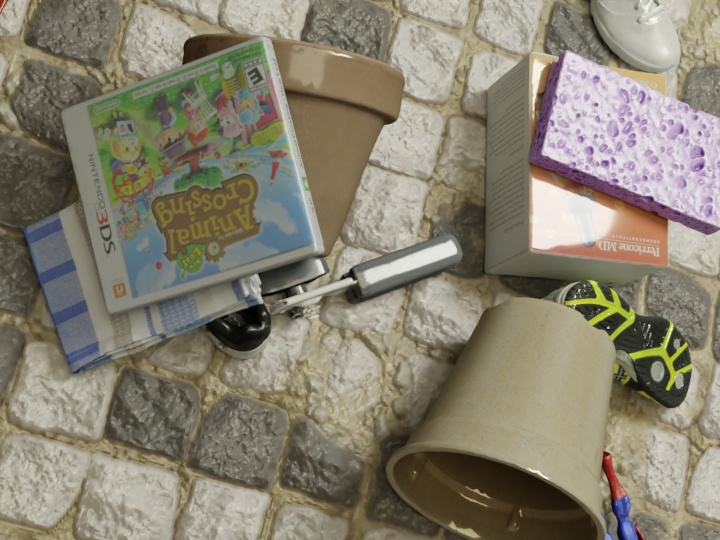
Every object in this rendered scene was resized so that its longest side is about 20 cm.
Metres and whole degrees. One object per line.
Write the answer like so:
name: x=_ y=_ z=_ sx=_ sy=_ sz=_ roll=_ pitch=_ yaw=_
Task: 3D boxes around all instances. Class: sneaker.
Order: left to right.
sneaker: x=-0.151 y=-0.002 z=1.114 sx=0.200 sy=0.090 sz=0.066 roll=43 pitch=71 yaw=-6
sneaker: x=0.254 y=0.071 z=1.247 sx=0.200 sy=0.076 sz=0.075 roll=38 pitch=66 yaw=-27
sneaker: x=0.283 y=-0.304 z=1.322 sx=0.075 sy=0.088 sz=0.200 roll=-31 pitch=90 yaw=-23

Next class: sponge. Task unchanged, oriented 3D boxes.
sponge: x=0.263 y=-0.120 z=1.194 sx=0.200 sy=0.030 sz=0.112 roll=21 pitch=72 yaw=-13

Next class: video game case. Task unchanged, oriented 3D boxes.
video game case: x=-0.142 y=-0.075 z=1.036 sx=0.200 sy=0.022 sz=0.182 roll=-16 pitch=85 yaw=19

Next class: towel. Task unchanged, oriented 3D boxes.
towel: x=-0.190 y=-0.008 z=1.077 sx=0.200 sy=0.024 sz=0.147 roll=-22 pitch=83 yaw=18

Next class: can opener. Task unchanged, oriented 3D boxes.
can opener: x=0.000 y=0.000 z=1.184 sx=0.200 sy=0.053 sz=0.067 roll=-15 pitch=83 yaw=-21

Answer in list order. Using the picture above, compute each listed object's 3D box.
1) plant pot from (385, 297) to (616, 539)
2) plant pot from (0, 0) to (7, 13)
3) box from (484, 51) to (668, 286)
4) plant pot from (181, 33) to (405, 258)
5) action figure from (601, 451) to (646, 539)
plant pot: x=0.148 y=0.135 z=1.146 sx=0.200 sy=0.200 sz=0.184 roll=30 pitch=60 yaw=-10
plant pot: x=-0.419 y=-0.235 z=1.029 sx=0.176 sy=0.200 sz=0.200 roll=22 pitch=72 yaw=-2
box: x=0.213 y=-0.095 z=1.246 sx=0.152 sy=0.106 sz=0.200 roll=6 pitch=77 yaw=-17
plant pot: x=-0.071 y=-0.105 z=1.120 sx=0.200 sy=0.200 sz=0.175 roll=10 pitch=89 yaw=-16
action figure: x=0.254 y=0.275 z=1.213 sx=0.065 sy=0.052 sz=0.200 roll=-24 pitch=92 yaw=-16
